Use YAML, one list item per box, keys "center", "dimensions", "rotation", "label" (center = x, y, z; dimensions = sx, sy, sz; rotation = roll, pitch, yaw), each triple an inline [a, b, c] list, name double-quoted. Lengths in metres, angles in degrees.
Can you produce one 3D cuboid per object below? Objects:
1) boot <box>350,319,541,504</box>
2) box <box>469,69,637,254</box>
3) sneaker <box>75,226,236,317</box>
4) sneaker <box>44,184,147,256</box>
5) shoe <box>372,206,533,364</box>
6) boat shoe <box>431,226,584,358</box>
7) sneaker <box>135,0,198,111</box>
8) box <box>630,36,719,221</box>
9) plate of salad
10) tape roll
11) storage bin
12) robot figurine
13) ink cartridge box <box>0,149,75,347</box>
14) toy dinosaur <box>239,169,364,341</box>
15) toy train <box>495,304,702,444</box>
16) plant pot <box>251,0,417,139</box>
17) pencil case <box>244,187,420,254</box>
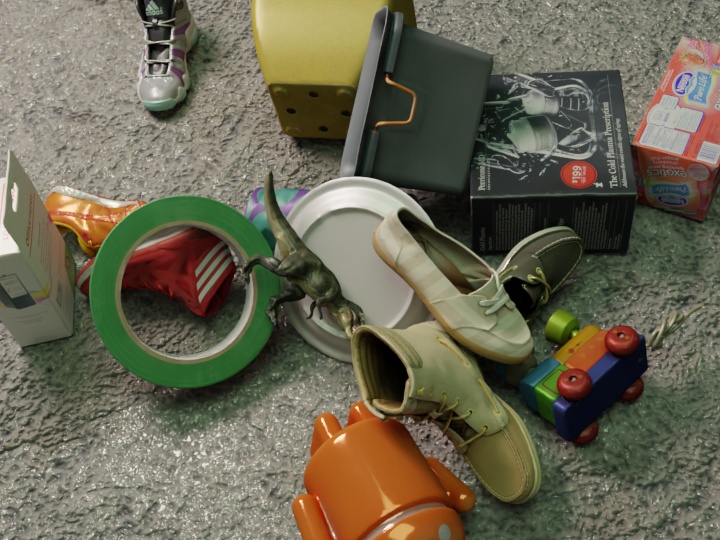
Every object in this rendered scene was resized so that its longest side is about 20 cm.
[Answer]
- center: [0.079, 0.134, 0.896]
  dimensions: [0.073, 0.155, 0.201]
  rotation: [-38, 68, 25]
  label: "boot"
- center: [0.218, -0.127, 1.123]
  dimensions: [0.179, 0.105, 0.202]
  rotation: [-2, 52, 8]
  label: "box"
- center: [-0.229, 0.016, 1.092]
  dimensions: [0.199, 0.078, 0.117]
  rotation: [-27, 89, 25]
  label: "sneaker"
- center: [-0.295, -0.049, 1.168]
  dimensions: [0.197, 0.073, 0.078]
  rotation: [9, 78, 17]
  label: "sneaker"
- center: [0.095, 0.014, 0.947]
  dimensions: [0.200, 0.054, 0.070]
  rotation: [41, 49, 5]
  label: "shoe"
- center: [0.168, 0.026, 1.025]
  dimensions: [0.201, 0.073, 0.060]
  rotation: [-36, 25, -12]
  label: "boat shoe"
- center: [-0.280, -0.328, 1.318]
  dimensions: [0.077, 0.141, 0.202]
  rotation: [-4, 52, 4]
  label: "sneaker"
- center: [0.393, -0.171, 1.138]
  dimensions: [0.102, 0.095, 0.201]
  rotation: [19, 57, 20]
  label: "box"
- center: [0.000, 0.000, 1.036]
  dimensions: [0.198, 0.203, 0.048]
  rotation: [15, 13, 18]
  label: "plate of salad"
- center: [-0.186, 0.022, 1.021]
  dimensions: [0.198, 0.048, 0.203]
  rotation: [0, 91, -16]
  label: "tape roll"
- center: [0.065, -0.177, 1.072]
  dimensions: [0.133, 0.203, 0.146]
  rotation: [11, 7, -9]
  label: "storage bin"
- center: [0.023, 0.217, 0.881]
  dimensions: [0.117, 0.143, 0.201]
  rotation: [-46, 52, 17]
  label: "robot figurine"
- center: [-0.381, -0.022, 1.062]
  dimensions: [0.066, 0.201, 0.118]
  rotation: [-11, 52, -1]
  label: "ink cartridge box"
- center: [-0.074, 0.004, 1.006]
  dimensions: [0.088, 0.047, 0.201]
  rotation: [-34, 89, -8]
  label: "toy dinosaur"
- center: [0.242, 0.075, 0.989]
  dimensions: [0.199, 0.085, 0.115]
  rotation: [-37, 44, -20]
  label: "toy train"
- center: [-0.038, -0.281, 1.230]
  dimensions: [0.192, 0.196, 0.202]
  rotation: [4, 65, 11]
  label: "plant pot"
- center: [-0.032, -0.047, 1.108]
  dimensions: [0.197, 0.094, 0.085]
  rotation: [4, 9, 12]
  label: "pencil case"
